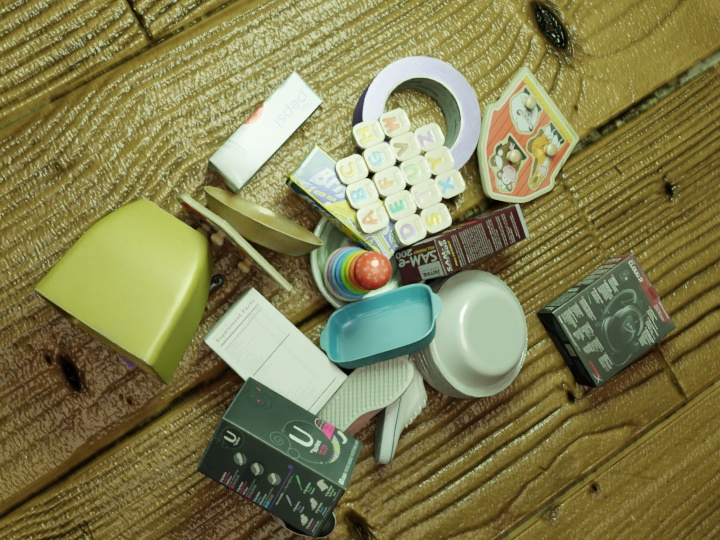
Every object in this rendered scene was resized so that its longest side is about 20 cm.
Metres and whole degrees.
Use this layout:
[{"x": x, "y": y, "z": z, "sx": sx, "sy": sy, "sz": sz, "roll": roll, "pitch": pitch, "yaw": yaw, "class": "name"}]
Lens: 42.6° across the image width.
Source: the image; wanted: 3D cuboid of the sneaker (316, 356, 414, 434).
[{"x": 0.002, "y": 0.198, "z": 1.446, "sx": 0.199, "sy": 0.105, "sz": 0.076, "roll": -39, "pitch": 81, "yaw": 7, "class": "sneaker"}]

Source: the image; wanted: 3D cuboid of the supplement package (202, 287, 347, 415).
[{"x": -0.134, "y": 0.134, "z": 1.423, "sx": 0.200, "sy": 0.109, "sz": 0.114, "roll": 44, "pitch": 80, "yaw": -7, "class": "supplement package"}]

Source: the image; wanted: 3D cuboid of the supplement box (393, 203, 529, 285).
[{"x": 0.161, "y": -0.041, "z": 1.462, "sx": 0.198, "sy": 0.108, "sz": 0.062, "roll": -24, "pitch": 95, "yaw": -37, "class": "supplement box"}]

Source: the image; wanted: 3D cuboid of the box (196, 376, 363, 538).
[{"x": -0.113, "y": 0.265, "z": 1.323, "sx": 0.198, "sy": 0.123, "sz": 0.107, "roll": 29, "pitch": 115, "yaw": -1, "class": "box"}]

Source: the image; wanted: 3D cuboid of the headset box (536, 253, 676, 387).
[{"x": 0.423, "y": 0.078, "z": 1.564, "sx": 0.199, "sy": 0.077, "sz": 0.150, "roll": -35, "pitch": 95, "yaw": -12, "class": "headset box"}]

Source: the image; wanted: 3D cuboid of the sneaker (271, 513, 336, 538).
[{"x": -0.117, "y": 0.355, "z": 1.416, "sx": 0.199, "sy": 0.112, "sz": 0.073, "roll": 38, "pitch": 82, "yaw": -8, "class": "sneaker"}]

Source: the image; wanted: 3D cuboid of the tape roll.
[{"x": 0.090, "y": -0.239, "z": 1.503, "sx": 0.196, "sy": 0.085, "sz": 0.204, "roll": 1, "pitch": 87, "yaw": -13, "class": "tape roll"}]

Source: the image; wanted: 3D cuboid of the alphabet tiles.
[{"x": 0.064, "y": -0.145, "z": 1.423, "sx": 0.193, "sy": 0.015, "sz": 0.203, "roll": -23, "pitch": 88, "yaw": -21, "class": "alphabet tiles"}]

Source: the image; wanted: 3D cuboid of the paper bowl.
[{"x": 0.183, "y": 0.100, "z": 1.472, "sx": 0.198, "sy": 0.104, "sz": 0.205, "roll": 6, "pitch": 79, "yaw": -29, "class": "paper bowl"}]

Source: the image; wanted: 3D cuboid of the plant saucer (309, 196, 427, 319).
[{"x": 0.012, "y": -0.022, "z": 1.493, "sx": 0.196, "sy": 0.050, "sz": 0.204, "roll": 1, "pitch": 87, "yaw": -12, "class": "plant saucer"}]

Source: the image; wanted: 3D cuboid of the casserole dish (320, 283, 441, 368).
[{"x": 0.035, "y": 0.090, "z": 1.404, "sx": 0.197, "sy": 0.122, "sz": 0.039, "roll": -18, "pitch": 131, "yaw": 15, "class": "casserole dish"}]

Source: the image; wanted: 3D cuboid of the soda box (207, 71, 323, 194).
[{"x": -0.151, "y": -0.217, "z": 1.460, "sx": 0.068, "sy": 0.063, "sz": 0.200, "roll": 44, "pitch": 80, "yaw": -6, "class": "soda box"}]

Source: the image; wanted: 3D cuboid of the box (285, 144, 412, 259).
[{"x": -0.019, "y": -0.101, "z": 1.433, "sx": 0.199, "sy": 0.064, "sz": 0.070, "roll": 40, "pitch": 80, "yaw": -7, "class": "box"}]

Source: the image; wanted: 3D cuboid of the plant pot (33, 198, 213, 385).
[{"x": -0.314, "y": 0.019, "z": 1.340, "sx": 0.194, "sy": 0.194, "sz": 0.202, "roll": 32, "pitch": 75, "yaw": 4, "class": "plant pot"}]

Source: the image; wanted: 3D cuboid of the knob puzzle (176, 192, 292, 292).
[{"x": -0.211, "y": -0.046, "z": 1.382, "sx": 0.219, "sy": 0.220, "sz": 0.031, "roll": 40, "pitch": 82, "yaw": -7, "class": "knob puzzle"}]

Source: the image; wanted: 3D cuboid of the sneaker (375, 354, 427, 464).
[{"x": 0.071, "y": 0.213, "z": 1.483, "sx": 0.070, "sy": 0.073, "sz": 0.204, "roll": 13, "pitch": 84, "yaw": -8, "class": "sneaker"}]

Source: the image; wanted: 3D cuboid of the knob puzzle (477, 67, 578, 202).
[{"x": 0.271, "y": -0.201, "z": 1.528, "sx": 0.217, "sy": 0.030, "sz": 0.224, "roll": -7, "pitch": 103, "yaw": -32, "class": "knob puzzle"}]

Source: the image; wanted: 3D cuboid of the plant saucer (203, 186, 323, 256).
[{"x": -0.151, "y": -0.068, "z": 1.390, "sx": 0.198, "sy": 0.200, "sz": 0.036, "roll": 25, "pitch": 98, "yaw": -10, "class": "plant saucer"}]

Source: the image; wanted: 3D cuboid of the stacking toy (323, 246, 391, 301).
[{"x": 0.000, "y": 0.000, "z": 1.362, "sx": 0.084, "sy": 0.200, "sz": 0.087, "roll": 1, "pitch": 87, "yaw": -11, "class": "stacking toy"}]

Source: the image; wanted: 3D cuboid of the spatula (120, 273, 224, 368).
[{"x": -0.293, "y": 0.070, "z": 1.437, "sx": 0.199, "sy": 0.021, "sz": 0.057, "roll": -39, "pitch": 88, "yaw": -12, "class": "spatula"}]
